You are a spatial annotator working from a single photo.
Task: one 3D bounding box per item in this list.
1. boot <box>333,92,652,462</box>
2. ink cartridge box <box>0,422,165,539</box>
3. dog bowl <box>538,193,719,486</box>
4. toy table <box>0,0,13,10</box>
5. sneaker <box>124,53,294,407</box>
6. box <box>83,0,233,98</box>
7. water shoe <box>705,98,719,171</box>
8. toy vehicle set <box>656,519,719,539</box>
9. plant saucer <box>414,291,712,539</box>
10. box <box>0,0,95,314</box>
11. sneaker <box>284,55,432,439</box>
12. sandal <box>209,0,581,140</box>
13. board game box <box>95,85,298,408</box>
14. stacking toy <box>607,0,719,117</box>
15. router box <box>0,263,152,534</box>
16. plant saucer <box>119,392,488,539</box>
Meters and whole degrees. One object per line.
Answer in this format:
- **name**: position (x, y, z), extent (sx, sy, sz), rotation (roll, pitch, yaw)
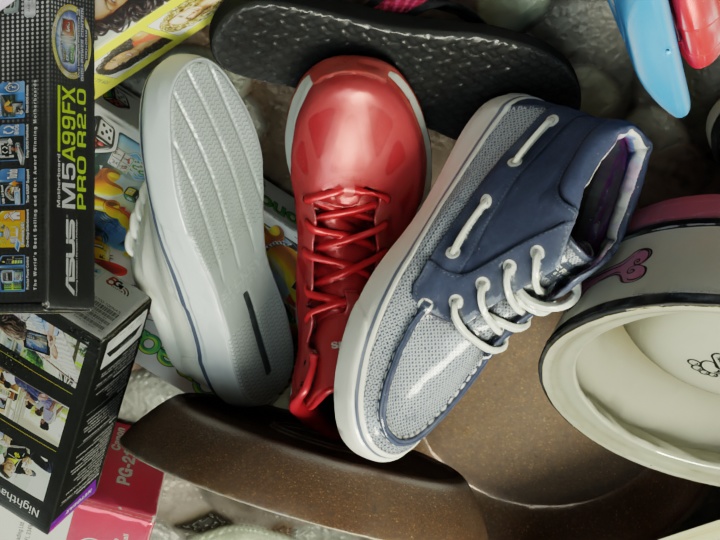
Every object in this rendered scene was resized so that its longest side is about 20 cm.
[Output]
- **boot**: position (0.063, 0.006, 1.275), extent (0.073, 0.090, 0.200), rotation (33, 78, -40)
- **ink cartridge box**: position (-0.222, 0.146, 1.499), extent (0.200, 0.084, 0.145), rotation (15, 123, -5)
- **dog bowl**: position (0.193, 0.035, 1.308), extent (0.200, 0.074, 0.200), rotation (10, 153, 5)
- **toy table**: position (-0.197, -0.215, 1.206), extent (0.183, 0.117, 0.201), rotation (15, 96, 26)
- **sneaker**: position (-0.090, -0.019, 1.344), extent (0.071, 0.073, 0.200), rotation (12, 125, 34)
- **box**: position (-0.145, -0.128, 1.320), extent (0.200, 0.050, 0.075), rotation (-32, 71, 23)
- **water shoe**: position (0.246, -0.009, 1.352), extent (0.071, 0.079, 0.200), rotation (-38, 111, 26)
- **toy vehicle set**: position (0.179, 0.162, 1.449), extent (0.200, 0.124, 0.027), rotation (-21, 77, 18)
- **plant saucer**: position (0.101, 0.078, 1.449), extent (0.200, 0.037, 0.201), rotation (2, 122, 4)
- **box**: position (-0.209, -0.077, 1.296), extent (0.160, 0.044, 0.201), rotation (0, 88, 26)
- **sneaker**: position (0.000, 0.000, 1.316), extent (0.078, 0.116, 0.200), rotation (-3, 129, 1)
- **sandal**: position (0.021, -0.114, 1.324), extent (0.200, 0.045, 0.075), rotation (13, 136, -17)
- **board game box**: position (-0.105, -0.011, 1.416), extent (0.200, 0.035, 0.126), rotation (32, 120, -14)
- **stacking toy**: position (0.211, -0.168, 1.253), extent (0.200, 0.110, 0.116), rotation (-18, 139, 4)
- **router box**: position (-0.218, 0.029, 1.396), extent (0.200, 0.051, 0.149), rotation (31, 130, 13)
- **plant saucer**: position (-0.025, 0.101, 1.368), extent (0.200, 0.200, 0.035), rotation (15, 93, -3)
